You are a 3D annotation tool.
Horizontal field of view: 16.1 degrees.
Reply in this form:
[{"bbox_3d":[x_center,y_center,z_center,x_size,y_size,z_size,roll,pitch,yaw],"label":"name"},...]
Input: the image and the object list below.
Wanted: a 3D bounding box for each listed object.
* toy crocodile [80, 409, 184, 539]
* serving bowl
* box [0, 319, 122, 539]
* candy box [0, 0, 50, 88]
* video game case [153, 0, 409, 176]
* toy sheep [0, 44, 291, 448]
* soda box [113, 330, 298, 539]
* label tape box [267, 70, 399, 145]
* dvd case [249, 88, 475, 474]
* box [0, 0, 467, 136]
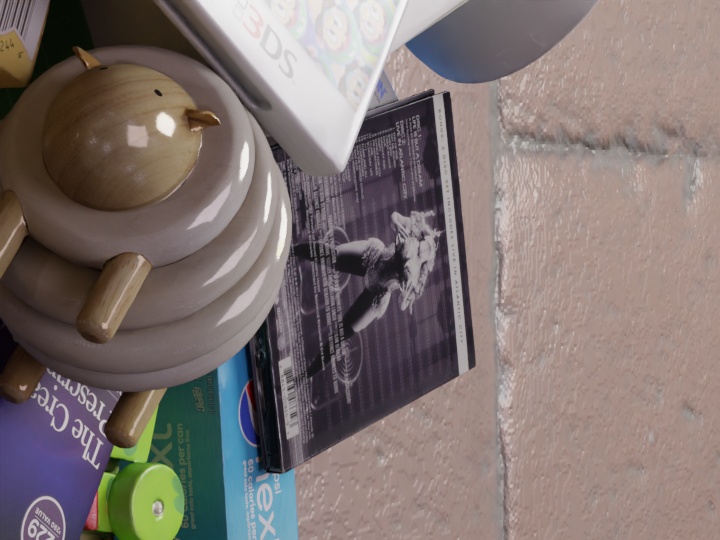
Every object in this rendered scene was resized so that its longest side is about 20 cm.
[{"bbox_3d":[-0.116,0.062,1.137,0.062,0.067,0.201,21,73,-55],"label":"toy crocodile"},{"bbox_3d":[0.070,-0.202,1.333,0.066,0.200,0.201,27,66,-32],"label":"serving bowl"},{"bbox_3d":[-0.189,0.054,1.015,0.200,0.079,0.142,49,53,-46],"label":"box"},{"bbox_3d":[-0.217,-0.129,0.930,0.200,0.116,0.057,34,62,-53],"label":"candy box"},{"bbox_3d":[-0.026,-0.170,1.002,0.182,0.024,0.201,48,53,-44],"label":"video game case"},{"bbox_3d":[-0.090,-0.012,0.993,0.200,0.137,0.138,95,12,-62],"label":"toy sheep"},{"bbox_3d":[-0.074,0.100,1.203,0.064,0.068,0.201,-10,99,-59],"label":"soda box"},{"bbox_3d":[-0.011,-0.052,1.309,0.144,0.063,0.200,61,43,-39],"label":"label tape box"},{"bbox_3d":[0.000,0.000,1.249,0.200,0.016,0.149,-24,111,-57],"label":"dvd case"},{"bbox_3d":[-0.075,-0.178,1.104,0.200,0.171,0.200,-41,123,-50],"label":"box"}]
